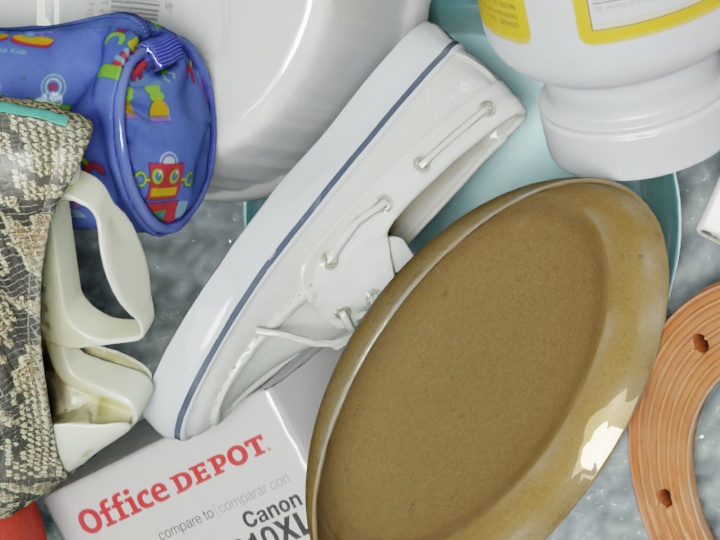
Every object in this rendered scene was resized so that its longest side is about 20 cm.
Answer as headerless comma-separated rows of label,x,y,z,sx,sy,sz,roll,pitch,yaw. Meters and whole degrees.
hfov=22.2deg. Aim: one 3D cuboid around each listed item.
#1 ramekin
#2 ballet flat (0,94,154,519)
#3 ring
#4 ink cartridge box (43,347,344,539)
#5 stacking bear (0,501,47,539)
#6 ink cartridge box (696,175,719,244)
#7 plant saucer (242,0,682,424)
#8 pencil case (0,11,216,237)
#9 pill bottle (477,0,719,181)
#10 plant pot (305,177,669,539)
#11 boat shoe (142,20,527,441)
ramekin,-0.077,-0.129,0.782,0.198,0.098,0.203,1,94,20
ballet flat,-0.114,0.023,0.684,0.074,0.068,0.202,5,131,3
ring,0.195,0.095,0.769,0.199,0.019,0.203,25,125,41
ink cartridge box,-0.030,0.149,0.831,0.144,0.084,0.201,-27,94,30
stacking bear,-0.178,0.061,0.806,0.112,0.122,0.202,-8,71,8
ink cartridge box,0.189,-0.096,0.699,0.044,0.176,0.202,24,101,9
plant saucer,0.045,-0.023,0.828,0.198,0.027,0.203,2,100,11
pencil case,-0.156,-0.062,0.721,0.198,0.078,0.088,4,112,19
pill bottle,0.093,-0.142,0.706,0.111,0.112,0.202,-7,120,13
plant pot,0.049,0.049,0.743,0.027,0.199,0.202,33,108,37
boat shoe,0.000,0.001,0.744,0.086,0.075,0.203,36,76,8
